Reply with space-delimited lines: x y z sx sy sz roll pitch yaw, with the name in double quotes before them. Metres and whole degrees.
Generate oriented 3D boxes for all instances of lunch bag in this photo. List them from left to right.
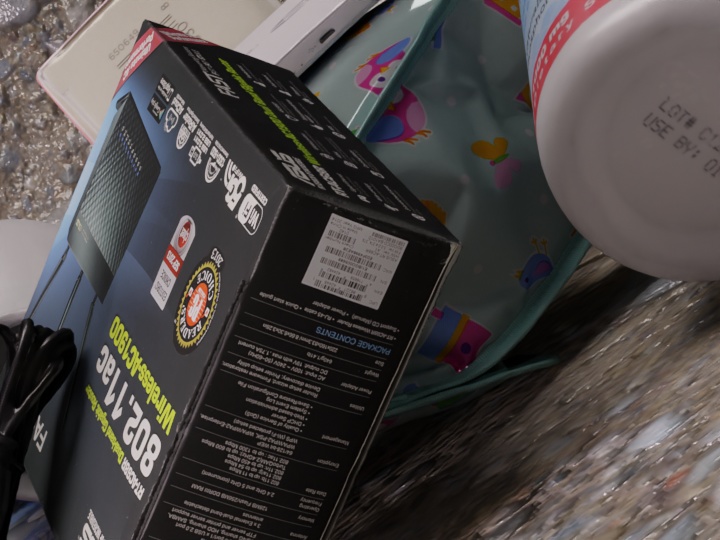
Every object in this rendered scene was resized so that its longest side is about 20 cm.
"lunch bag" 0.000 0.000 0.932 0.170 0.122 0.200 -27 29 54

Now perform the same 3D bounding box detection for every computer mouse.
"computer mouse" -0.161 0.079 0.858 0.200 0.044 0.110 -10 66 54

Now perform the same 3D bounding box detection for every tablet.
"tablet" -0.038 -0.088 1.009 0.130 0.014 0.200 -43 10 0

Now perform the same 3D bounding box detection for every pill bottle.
"pill bottle" 0.107 -0.094 0.839 0.109 0.109 0.200 -34 28 20

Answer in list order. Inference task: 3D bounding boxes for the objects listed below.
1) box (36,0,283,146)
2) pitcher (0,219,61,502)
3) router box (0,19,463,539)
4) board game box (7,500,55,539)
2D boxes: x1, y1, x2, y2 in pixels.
"box" -0.051 -0.063 1.207 0.109 0.128 0.200 -44 -20 1
"pitcher" -0.169 0.042 1.060 0.171 0.122 0.200 3 7 -14
"router box" -0.052 0.018 0.805 0.150 0.062 0.200 -67 23 12
"board game box" -0.177 0.156 1.133 0.199 0.043 0.200 -41 8 -32
